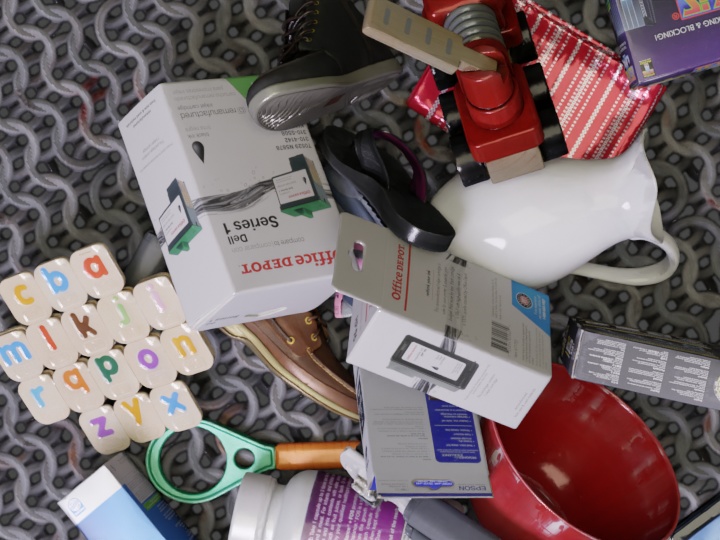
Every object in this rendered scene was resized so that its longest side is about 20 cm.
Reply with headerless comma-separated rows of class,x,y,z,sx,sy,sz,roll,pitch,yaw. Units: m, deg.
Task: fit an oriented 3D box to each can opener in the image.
can opener,0.064,0.203,1.497,0.200,0.053,0.066,35,67,27
can opener,-0.176,-0.011,1.617,0.066,0.053,0.200,34,93,1

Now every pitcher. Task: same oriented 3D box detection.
pitcher,0.176,-0.032,1.572,0.200,0.121,0.172,-13,132,14

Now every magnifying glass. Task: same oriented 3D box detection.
magnifying glass,-0.099,0.173,1.634,0.200,0.022,0.080,-2,91,2

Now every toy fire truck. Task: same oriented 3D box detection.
toy fire truck,0.081,-0.188,1.482,0.129,0.200,0.176,-17,53,7

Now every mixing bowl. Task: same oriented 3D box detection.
mixing bowl,0.168,0.189,1.553,0.200,0.200,0.108,40,124,1

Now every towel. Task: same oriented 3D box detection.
towel,0.158,-0.160,1.611,0.200,0.022,0.145,32,94,2

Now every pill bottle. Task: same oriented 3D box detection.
pill bottle,-0.015,0.241,1.586,0.200,0.112,0.112,12,92,2

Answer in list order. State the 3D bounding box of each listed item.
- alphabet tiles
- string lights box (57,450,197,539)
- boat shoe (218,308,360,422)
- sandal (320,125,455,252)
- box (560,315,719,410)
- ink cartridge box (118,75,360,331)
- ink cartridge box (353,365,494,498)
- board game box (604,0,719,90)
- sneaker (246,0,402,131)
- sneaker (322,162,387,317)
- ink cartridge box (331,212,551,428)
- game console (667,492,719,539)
alphabet tiles,-0.232,0.072,1.596,0.200,0.015,0.196,-20,111,24
string lights box,-0.180,0.261,1.599,0.059,0.103,0.200,-39,89,3
boat shoe,-0.062,0.059,1.604,0.200,0.072,0.068,39,95,4
sandal,0.031,-0.084,1.551,0.075,0.200,0.048,10,116,-35
box,0.279,0.085,1.542,0.200,0.161,0.049,12,92,2
ink cartridge box,-0.104,-0.062,1.542,0.146,0.084,0.200,-11,74,-39
ink cartridge box,0.050,0.133,1.502,0.099,0.200,0.039,2,128,-7
board game box,0.314,-0.267,1.572,0.200,0.057,0.165,-17,87,-1
sneaker,-0.054,-0.190,1.550,0.075,0.200,0.106,-37,82,33
sneaker,0.000,0.000,1.600,0.082,0.070,0.200,-30,88,2
ink cartridge box,0.057,0.040,1.485,0.200,0.116,0.068,23,125,-12
game console,0.375,0.272,1.564,0.200,0.119,0.172,-37,90,3
